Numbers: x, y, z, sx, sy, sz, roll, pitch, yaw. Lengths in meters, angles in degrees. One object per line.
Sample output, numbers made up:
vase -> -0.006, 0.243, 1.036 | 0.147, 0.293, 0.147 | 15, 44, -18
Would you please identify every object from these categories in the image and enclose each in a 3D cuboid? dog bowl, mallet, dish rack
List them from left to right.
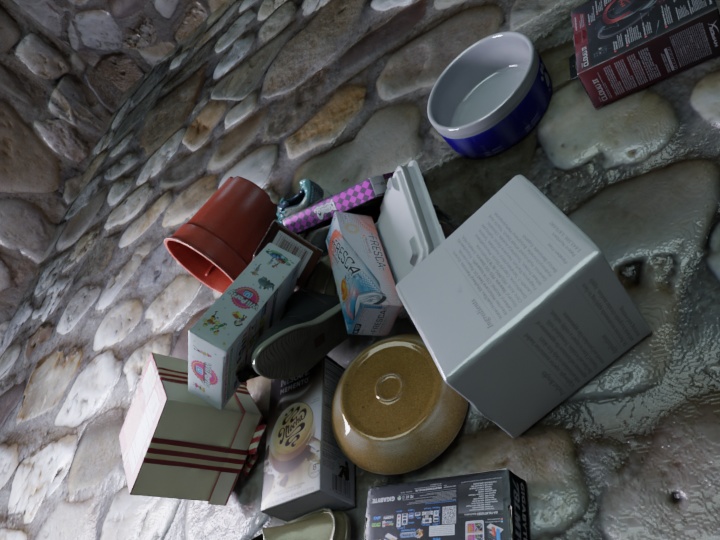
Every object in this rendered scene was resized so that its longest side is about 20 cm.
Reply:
mallet -> -0.150, 0.162, 0.922 | 0.041, 0.199, 0.066 | 39, 103, 12
dish rack -> 0.062, -0.041, 0.861 | 0.174, 0.042, 0.204 | 108, 156, -48
dog bowl -> 0.212, -0.290, 0.970 | 0.197, 0.078, 0.204 | -27, 44, 29

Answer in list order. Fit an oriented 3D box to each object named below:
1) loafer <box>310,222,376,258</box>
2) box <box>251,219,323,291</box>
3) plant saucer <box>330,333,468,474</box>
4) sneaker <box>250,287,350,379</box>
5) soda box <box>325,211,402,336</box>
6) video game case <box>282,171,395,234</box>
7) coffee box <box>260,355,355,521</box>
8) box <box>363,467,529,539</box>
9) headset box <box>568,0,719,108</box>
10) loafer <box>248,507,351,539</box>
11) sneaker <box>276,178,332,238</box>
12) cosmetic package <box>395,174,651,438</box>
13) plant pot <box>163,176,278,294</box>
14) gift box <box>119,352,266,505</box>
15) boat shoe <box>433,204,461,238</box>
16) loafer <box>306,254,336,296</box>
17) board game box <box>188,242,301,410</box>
loafer -> -0.029, -0.064, 1.047 | 0.197, 0.072, 0.074 | -4, 58, 46
box -> -0.134, -0.013, 1.024 | 0.076, 0.099, 0.200 | -60, 7, -15
plant saucer -> 0.043, 0.162, 0.771 | 0.195, 0.036, 0.204 | -16, 46, 17
sneaker -> -0.100, 0.089, 0.855 | 0.105, 0.077, 0.198 | 17, 27, 38
soda box -> 0.000, 0.000, 0.873 | 0.203, 0.067, 0.064 | -107, 30, -45
video game case -> -0.009, -0.120, 1.012 | 0.197, 0.037, 0.180 | -20, 3, 36
coffee box -> -0.073, 0.239, 0.840 | 0.112, 0.080, 0.204 | -28, 43, 27
box -> 0.085, 0.330, 0.625 | 0.197, 0.049, 0.203 | -22, 47, 33
headset box -> 0.388, -0.334, 0.822 | 0.197, 0.075, 0.152 | -20, 47, 36
loafer -> -0.096, 0.372, 0.768 | 0.198, 0.067, 0.077 | -37, 39, 20
sneaker -> -0.148, -0.101, 1.192 | 0.201, 0.086, 0.078 | -51, 37, 1
cosmetic package -> 0.178, 0.043, 0.665 | 0.199, 0.164, 0.166 | -41, 38, 12
plant pot -> -0.274, -0.077, 1.235 | 0.198, 0.201, 0.198 | 7, 56, 48
gift box -> -0.260, 0.245, 0.942 | 0.204, 0.184, 0.184 | -62, 34, 10
boat shoe -> 0.104, -0.072, 0.924 | 0.064, 0.073, 0.201 | -19, 23, -9
loafer -> -0.063, 0.061, 0.988 | 0.067, 0.076, 0.203 | 15, 57, 12
board game box -> -0.170, 0.079, 0.861 | 0.201, 0.063, 0.149 | -57, -11, -44
